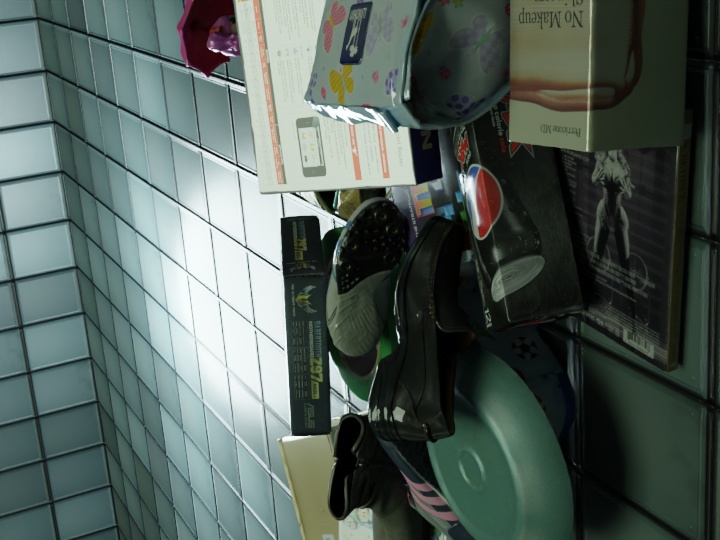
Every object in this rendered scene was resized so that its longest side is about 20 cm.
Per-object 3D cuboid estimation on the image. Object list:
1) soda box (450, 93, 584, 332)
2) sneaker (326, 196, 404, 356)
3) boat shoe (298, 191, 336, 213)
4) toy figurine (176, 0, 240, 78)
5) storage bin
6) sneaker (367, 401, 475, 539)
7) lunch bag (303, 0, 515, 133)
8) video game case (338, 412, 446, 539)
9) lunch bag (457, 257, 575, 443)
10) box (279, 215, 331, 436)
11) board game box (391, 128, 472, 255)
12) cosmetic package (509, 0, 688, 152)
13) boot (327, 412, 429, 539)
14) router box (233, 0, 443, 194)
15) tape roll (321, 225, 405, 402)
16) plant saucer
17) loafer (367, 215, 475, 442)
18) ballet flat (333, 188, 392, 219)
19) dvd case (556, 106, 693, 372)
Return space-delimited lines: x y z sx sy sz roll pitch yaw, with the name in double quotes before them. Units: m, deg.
"soda box" 0.125 -0.056 0.961 0.063 0.070 0.202 136 125 -75
"sneaker" 0.000 0.000 1.186 0.073 0.071 0.201 -104 19 -44
"boat shoe" -0.041 -0.128 1.324 0.076 0.071 0.200 49 169 18
"toy figurine" -0.093 -0.236 1.185 0.200 0.182 0.152 -109 16 -66
"storage bin" -0.008 0.280 1.434 0.200 0.093 0.201 -27 78 65
"sneaker" 0.060 0.199 1.143 0.082 0.070 0.200 -26 108 45
"lunch bag" 0.056 -0.192 0.898 0.127 0.200 0.169 47 169 -24
"video game case" 0.050 0.268 1.259 0.181 0.024 0.202 8 101 38
"lunch bag" 0.112 0.095 1.096 0.201 0.075 0.161 61 154 31
"box" -0.062 0.060 1.318 0.158 0.050 0.202 -99 7 -65
"board game box" 0.079 -0.116 1.086 0.165 0.056 0.202 -13 90 65
"cosmetic package" 0.161 -0.187 0.802 0.103 0.086 0.202 17 112 61
"boot" 0.010 0.230 1.188 0.067 0.130 0.202 11 103 37
"router box" -0.023 -0.173 1.056 0.178 0.049 0.202 0 102 35
"tape roll" 0.008 0.047 1.335 0.200 0.048 0.202 41 138 53
"plant saucer" 0.108 0.167 1.018 0.200 0.036 0.202 42 141 46
"loafer" 0.067 0.051 1.001 0.072 0.073 0.202 4 74 31
"ballet flat" 0.009 -0.113 1.211 0.201 0.070 0.071 94 153 -59
"dvd case" 0.198 -0.041 0.905 0.149 0.016 0.202 -143 45 -58
